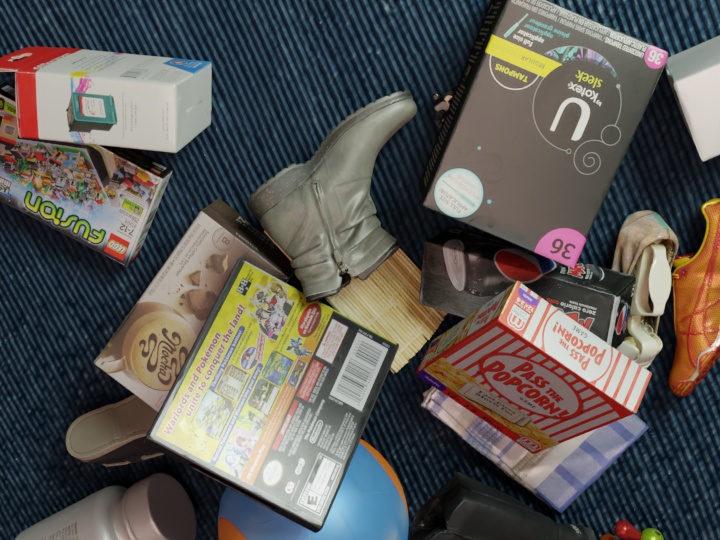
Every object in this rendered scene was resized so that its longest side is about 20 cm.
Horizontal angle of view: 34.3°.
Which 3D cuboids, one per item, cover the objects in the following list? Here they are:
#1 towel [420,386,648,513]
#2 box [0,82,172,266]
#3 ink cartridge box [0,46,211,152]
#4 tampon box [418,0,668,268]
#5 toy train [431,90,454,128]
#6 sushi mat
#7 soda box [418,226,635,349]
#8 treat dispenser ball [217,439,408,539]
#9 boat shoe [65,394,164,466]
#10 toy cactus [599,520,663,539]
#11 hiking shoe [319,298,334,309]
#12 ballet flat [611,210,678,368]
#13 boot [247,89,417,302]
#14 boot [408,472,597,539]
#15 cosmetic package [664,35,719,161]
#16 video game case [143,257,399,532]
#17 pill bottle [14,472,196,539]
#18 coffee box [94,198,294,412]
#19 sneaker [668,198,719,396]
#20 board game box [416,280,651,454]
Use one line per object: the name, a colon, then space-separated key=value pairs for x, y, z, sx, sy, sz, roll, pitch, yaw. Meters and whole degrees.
towel: x=0.180 y=0.148 z=1.219 sx=0.199 sy=0.024 sz=0.147 roll=39 pitch=110 yaw=-7
box: x=-0.306 y=-0.099 z=1.213 sx=0.198 sy=0.035 sz=0.111 roll=27 pitch=112 yaw=0
ink cartridge box: x=-0.255 y=-0.169 z=1.135 sx=0.197 sy=0.116 sz=0.068 roll=7 pitch=112 yaw=9
tampon box: x=0.156 y=-0.131 z=1.043 sx=0.148 sy=0.126 sz=0.202 roll=21 pitch=102 yaw=-3
toy train: x=0.138 y=-0.097 z=1.131 sx=0.046 sy=0.034 sz=0.201 roll=-36 pitch=100 yaw=17
sushi mat: x=0.000 y=0.000 z=1.176 sx=0.200 sy=0.012 sz=0.096 roll=48 pitch=70 yaw=-8
soda box: x=0.157 y=0.019 z=1.119 sx=0.198 sy=0.063 sz=0.072 roll=16 pitch=114 yaw=26
treat dispenser ball: x=-0.049 y=0.263 z=1.207 sx=0.198 sy=0.201 sz=0.204 roll=3 pitch=111 yaw=9
boat shoe: x=-0.226 y=0.172 z=1.296 sx=0.198 sy=0.073 sz=0.063 roll=-17 pitch=149 yaw=10
toy cactus: x=0.316 y=0.365 z=1.243 sx=0.163 sy=0.102 sz=0.203 roll=8 pitch=103 yaw=-3
hiking shoe: x=-0.046 y=0.099 z=1.156 sx=0.086 sy=0.202 sz=0.075 roll=-12 pitch=143 yaw=15
ballet flat: x=0.266 y=0.044 z=1.130 sx=0.067 sy=0.067 sz=0.203 roll=-4 pitch=111 yaw=-22
boot: x=0.000 y=-0.068 z=1.120 sx=0.199 sy=0.068 sz=0.131 roll=-38 pitch=84 yaw=5
boot: x=0.132 y=0.310 z=1.219 sx=0.199 sy=0.066 sz=0.166 roll=24 pitch=103 yaw=-32
cosmetic package: x=0.373 y=-0.179 z=1.017 sx=0.198 sy=0.113 sz=0.082 roll=-23 pitch=104 yaw=19
video game case: x=-0.078 y=0.114 z=1.095 sx=0.179 sy=0.202 sz=0.026 roll=28 pitch=152 yaw=-6
pill bottle: x=-0.288 y=0.309 z=1.315 sx=0.199 sy=0.115 sz=0.115 roll=-29 pitch=102 yaw=19
coffee box: x=-0.166 y=0.042 z=1.199 sx=0.113 sy=0.080 sz=0.201 roll=37 pitch=103 yaw=-3
sneaker: x=0.333 y=0.026 z=1.132 sx=0.076 sy=0.073 sz=0.202 roll=22 pitch=110 yaw=25
board game box: x=0.157 y=0.097 z=1.102 sx=0.151 sy=0.047 sz=0.200 roll=34 pitch=154 yaw=-5
